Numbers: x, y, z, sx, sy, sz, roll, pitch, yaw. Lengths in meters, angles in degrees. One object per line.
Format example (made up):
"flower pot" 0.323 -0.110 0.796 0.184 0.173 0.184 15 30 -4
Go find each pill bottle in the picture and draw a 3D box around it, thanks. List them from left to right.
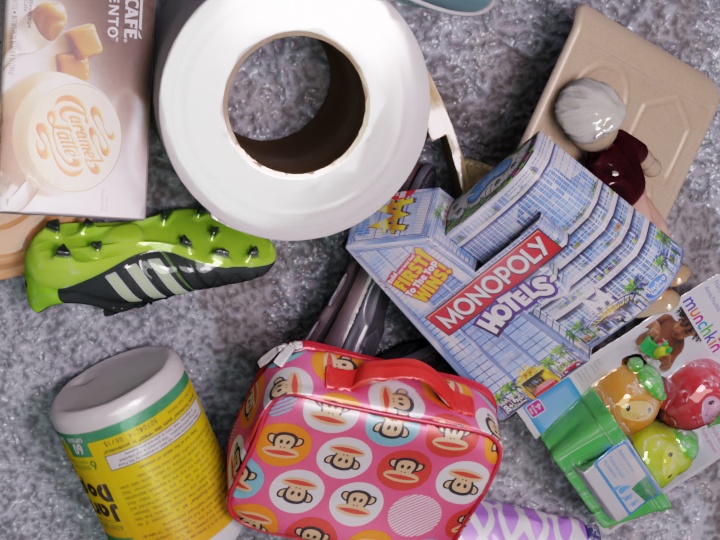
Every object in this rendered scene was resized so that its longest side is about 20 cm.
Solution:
"pill bottle" -0.158 0.172 1.395 0.112 0.113 0.201 -24 109 -5

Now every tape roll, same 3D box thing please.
"tape roll" -0.059 -0.135 1.322 0.202 0.139 0.204 -3 105 -12

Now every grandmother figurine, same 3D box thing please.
"grandmother figurine" 0.201 -0.059 1.368 0.060 0.121 0.201 -11 121 25

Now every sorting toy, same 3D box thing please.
"sorting toy" 0.193 -0.091 1.412 0.185 0.036 0.201 21 91 -40

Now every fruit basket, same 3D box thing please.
"fruit basket" 0.251 0.119 1.457 0.199 0.094 0.185 -30 127 8

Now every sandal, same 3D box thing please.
"sandal" 0.103 -0.074 1.407 0.069 0.078 0.213 -24 103 -3

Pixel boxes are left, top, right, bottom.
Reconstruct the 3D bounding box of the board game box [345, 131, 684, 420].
"board game box" 0.101 -0.005 1.319 0.200 0.062 0.200 36 131 -17

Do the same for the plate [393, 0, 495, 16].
"plate" 0.012 -0.246 1.289 0.200 0.201 0.026 27 122 -18

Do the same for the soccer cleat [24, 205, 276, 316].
"soccer cleat" -0.166 -0.004 1.378 0.199 0.068 0.081 -2 138 -22

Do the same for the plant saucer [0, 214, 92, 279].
"plant saucer" -0.289 -0.088 1.340 0.199 0.032 0.201 -3 106 -11

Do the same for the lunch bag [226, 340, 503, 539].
"lunch bag" 0.005 0.133 1.350 0.199 0.082 0.177 14 128 -14

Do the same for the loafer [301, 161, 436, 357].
"loafer" 0.000 0.000 1.400 0.063 0.072 0.201 19 84 16

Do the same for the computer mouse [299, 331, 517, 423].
"computer mouse" 0.049 0.094 1.455 0.199 0.053 0.139 -16 99 0

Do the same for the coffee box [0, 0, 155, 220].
"coffee box" -0.216 -0.139 1.286 0.114 0.080 0.201 3 91 -25

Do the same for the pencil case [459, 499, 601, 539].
"pencil case" 0.097 0.237 1.483 0.199 0.086 0.084 11 129 -12
